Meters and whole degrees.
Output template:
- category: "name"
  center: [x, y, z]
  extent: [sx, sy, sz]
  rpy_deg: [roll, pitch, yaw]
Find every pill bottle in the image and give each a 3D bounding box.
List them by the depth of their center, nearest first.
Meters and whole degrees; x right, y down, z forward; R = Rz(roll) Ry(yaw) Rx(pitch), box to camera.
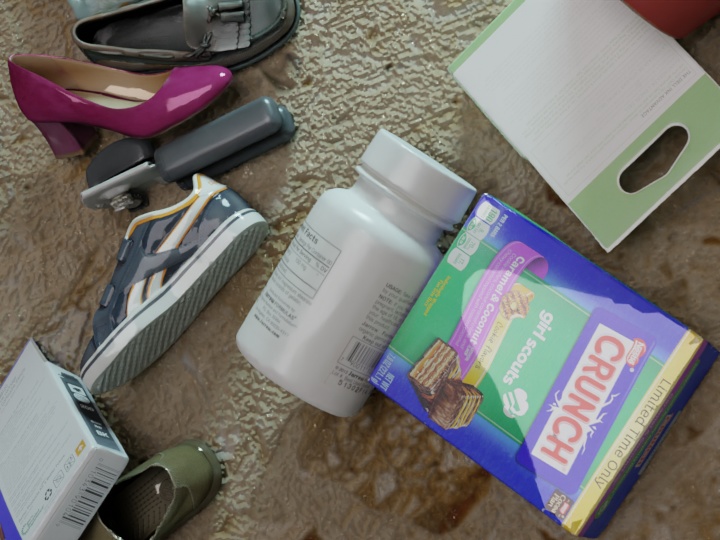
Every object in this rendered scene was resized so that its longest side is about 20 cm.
- category: "pill bottle"
  center: [0.000, 0.000, 1.272]
  extent: [0.114, 0.114, 0.201]
  rpy_deg: [35, 97, 23]

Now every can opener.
- category: "can opener"
  center: [-0.151, -0.099, 1.384]
  extent: [0.198, 0.053, 0.067]
  rpy_deg: [-20, 74, 20]

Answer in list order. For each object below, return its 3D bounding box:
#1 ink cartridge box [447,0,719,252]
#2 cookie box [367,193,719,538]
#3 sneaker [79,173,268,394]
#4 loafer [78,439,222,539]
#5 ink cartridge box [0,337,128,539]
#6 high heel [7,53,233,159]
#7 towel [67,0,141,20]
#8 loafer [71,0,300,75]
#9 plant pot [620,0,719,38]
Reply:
- category: "ink cartridge box"
  center: [0.179, -0.131, 1.247]
  extent: [0.145, 0.048, 0.200]
  rpy_deg: [-44, 69, 13]
- category: "cookie box"
  center: [0.134, 0.070, 1.225]
  extent: [0.199, 0.075, 0.172]
  rpy_deg: [35, 96, 22]
- category: "sneaker"
  center: [-0.169, 0.009, 1.366]
  extent: [0.200, 0.078, 0.079]
  rpy_deg: [-46, 73, 0]
- category: "loafer"
  center: [-0.201, 0.211, 1.357]
  extent: [0.200, 0.067, 0.076]
  rpy_deg: [-47, 68, 11]
- category: "ink cartridge box"
  center: [-0.287, 0.184, 1.391]
  extent: [0.199, 0.043, 0.200]
  rpy_deg: [-56, 35, 8]
- category: "high heel"
  center: [-0.204, -0.159, 1.385]
  extent: [0.198, 0.068, 0.097]
  rpy_deg: [-16, 117, 24]
- category: "towel"
  center: [-0.198, -0.334, 1.439]
  extent: [0.170, 0.048, 0.202]
  rpy_deg: [-24, 75, 20]
- category: "loafer"
  center: [-0.149, -0.202, 1.391]
  extent: [0.198, 0.063, 0.073]
  rpy_deg: [-9, 79, 22]
- category: "plant pot"
  center: [0.237, -0.277, 1.174]
  extent: [0.177, 0.200, 0.201]
  rpy_deg: [-47, 68, 21]
